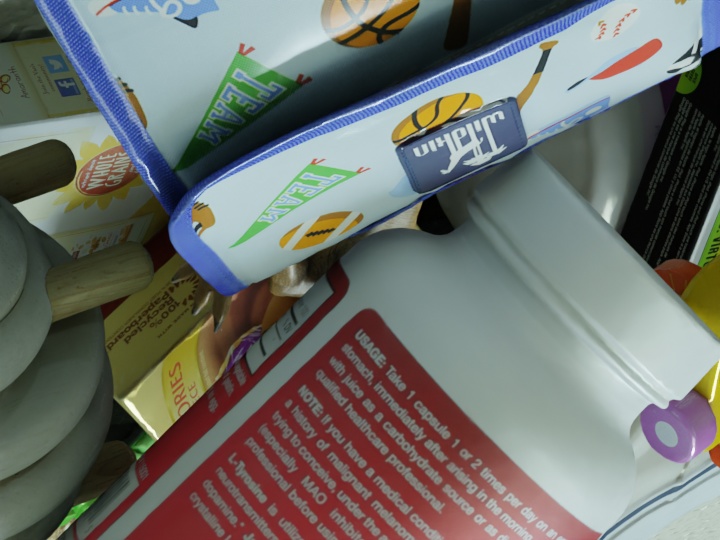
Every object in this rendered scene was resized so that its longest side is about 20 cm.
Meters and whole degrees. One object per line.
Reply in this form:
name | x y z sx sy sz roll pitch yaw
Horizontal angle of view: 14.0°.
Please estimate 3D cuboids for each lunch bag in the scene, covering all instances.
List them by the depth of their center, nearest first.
lunch bag | -0.003 -0.095 0.774 0.169 0.124 0.200 -25 131 2

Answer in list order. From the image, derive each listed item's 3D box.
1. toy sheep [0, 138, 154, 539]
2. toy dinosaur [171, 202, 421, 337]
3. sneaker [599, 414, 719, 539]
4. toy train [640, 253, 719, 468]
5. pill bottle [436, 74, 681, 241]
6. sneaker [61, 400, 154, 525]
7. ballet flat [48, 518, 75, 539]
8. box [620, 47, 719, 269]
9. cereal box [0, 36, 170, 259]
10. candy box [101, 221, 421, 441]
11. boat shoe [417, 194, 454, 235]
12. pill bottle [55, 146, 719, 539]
toy sheep | -0.133 0.029 0.866 0.137 0.138 0.201 -17 136 -23
toy dinosaur | 0.000 0.000 0.946 0.106 0.060 0.201 -15 135 -41
sneaker | 0.108 0.041 1.034 0.200 0.073 0.071 -38 136 -29
toy train | 0.142 -0.007 0.940 0.150 0.056 0.201 -10 129 -53
pill bottle | 0.130 -0.061 1.065 0.199 0.113 0.112 -10 151 -34
sneaker | -0.152 0.063 1.051 0.199 0.084 0.077 -16 178 -38
ballet flat | -0.201 0.096 1.114 0.199 0.071 0.066 -19 128 -24
box | 0.155 -0.062 0.966 0.110 0.035 0.201 -9 131 -35
cereal box | -0.152 -0.014 0.953 0.199 0.040 0.144 -9 149 -34
candy box | -0.005 0.048 1.037 0.117 0.056 0.200 -42 132 -5
boat shoe | -0.013 -0.002 1.098 0.199 0.074 0.061 -9 112 -7
pill bottle | 0.007 0.062 0.861 0.200 0.112 0.112 -44 154 6
